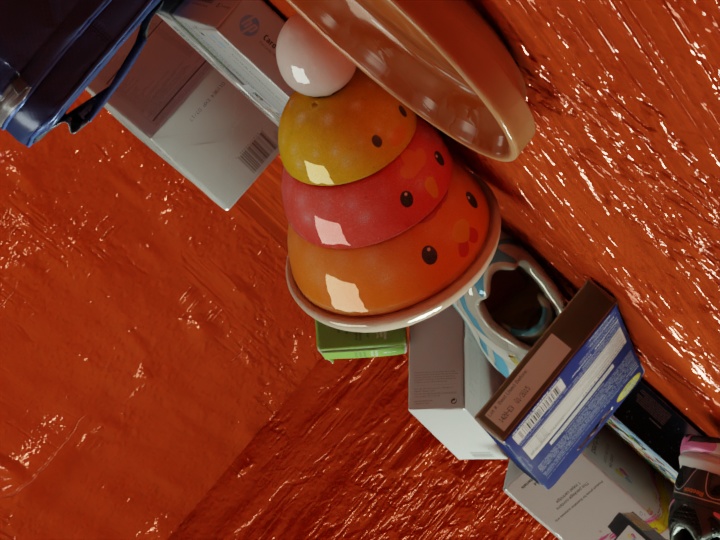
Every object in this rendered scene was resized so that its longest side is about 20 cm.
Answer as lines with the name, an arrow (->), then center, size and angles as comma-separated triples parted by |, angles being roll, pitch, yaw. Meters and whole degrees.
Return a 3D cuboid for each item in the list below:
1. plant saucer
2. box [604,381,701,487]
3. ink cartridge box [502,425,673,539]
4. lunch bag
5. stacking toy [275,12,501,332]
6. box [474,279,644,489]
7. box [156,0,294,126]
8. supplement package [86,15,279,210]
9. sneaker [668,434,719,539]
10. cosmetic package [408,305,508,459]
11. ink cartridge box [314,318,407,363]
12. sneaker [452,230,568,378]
plant saucer -> 0.006, -0.129, 0.856 | 0.200, 0.032, 0.200 | 40, 176, 3
box -> 0.254, 0.145, 1.506 | 0.200, 0.038, 0.137 | 41, 177, -6
ink cartridge box -> 0.231, 0.197, 1.604 | 0.200, 0.084, 0.145 | 41, -154, -8
lunch bag -> -0.225, -0.182, 1.329 | 0.132, 0.200, 0.136 | 38, 172, -10
stacking toy -> -0.006, -0.073, 1.112 | 0.146, 0.146, 0.200 | 37, 160, 46
box -> 0.145, 0.087, 1.282 | 0.032, 0.121, 0.200 | 38, 176, 23
box -> -0.063, -0.146, 1.327 | 0.156, 0.041, 0.200 | 42, 177, -21
supplement package -> -0.156, -0.158, 1.577 | 0.110, 0.114, 0.200 | 45, 176, -40
sneaker -> 0.270, 0.205, 1.379 | 0.080, 0.087, 0.200 | 10, 151, 37
cosmetic package -> 0.085, 0.066, 1.527 | 0.051, 0.152, 0.200 | -2, 162, 15
ink cartridge box -> 0.000, 0.000, 1.536 | 0.075, 0.149, 0.200 | -4, 174, 2
sneaker -> 0.123, 0.042, 1.329 | 0.200, 0.077, 0.081 | 43, -179, -37
